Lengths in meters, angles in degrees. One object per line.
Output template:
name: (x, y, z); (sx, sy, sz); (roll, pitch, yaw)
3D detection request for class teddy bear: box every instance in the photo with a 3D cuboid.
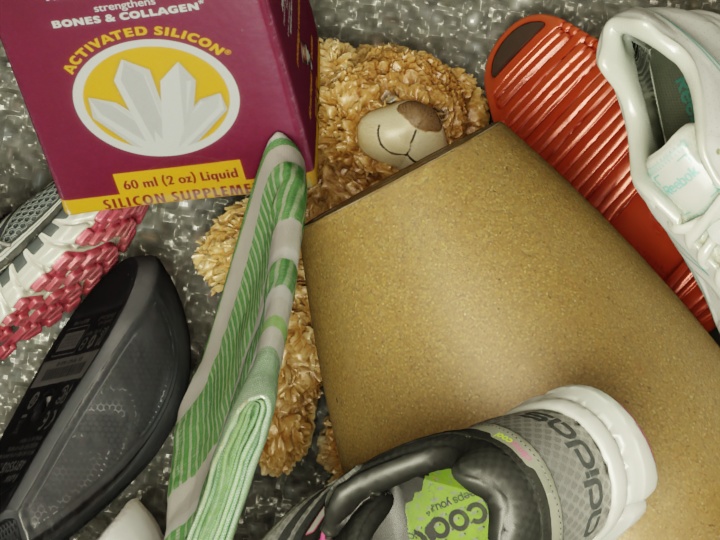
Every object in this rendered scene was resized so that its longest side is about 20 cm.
teddy bear: (0.000, 0.000, 1.138); (0.145, 0.067, 0.201); (31, 89, 3)

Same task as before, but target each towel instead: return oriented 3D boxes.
towel: (-0.052, 0.053, 1.003); (0.023, 0.200, 0.153); (17, 120, -6)

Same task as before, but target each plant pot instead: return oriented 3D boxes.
plant pot: (0.061, 0.050, 1.055); (0.186, 0.186, 0.201); (-29, 92, 1)

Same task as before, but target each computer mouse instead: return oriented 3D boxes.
computer mouse: (-0.127, 0.087, 1.126); (0.053, 0.138, 0.200); (35, 75, -17)

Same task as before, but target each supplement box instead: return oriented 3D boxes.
supplement box: (-0.086, -0.122, 1.040); (0.110, 0.200, 0.086); (-6, 49, 8)

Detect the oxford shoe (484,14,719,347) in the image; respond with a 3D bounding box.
oxford shoe: (0.127, -0.029, 1.138); (0.071, 0.072, 0.200); (-43, 66, 14)

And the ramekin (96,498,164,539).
ramekin: (-0.120, 0.200, 1.068); (0.098, 0.200, 0.201); (40, 89, -1)

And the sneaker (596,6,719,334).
sneaker: (0.146, -0.018, 1.037); (0.070, 0.080, 0.201); (-37, 67, 26)

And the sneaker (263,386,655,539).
sneaker: (0.008, 0.104, 0.944); (0.200, 0.087, 0.074); (-31, 79, 35)

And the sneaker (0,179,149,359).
sneaker: (-0.170, 0.001, 1.143); (0.200, 0.081, 0.075); (-40, 82, 0)
